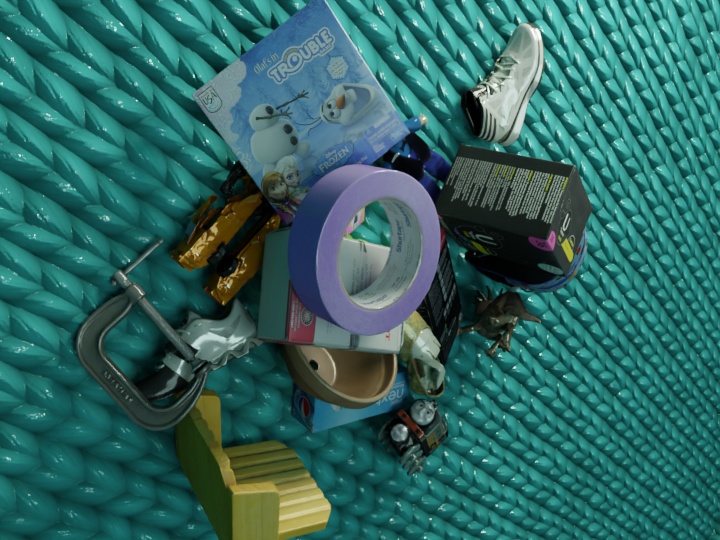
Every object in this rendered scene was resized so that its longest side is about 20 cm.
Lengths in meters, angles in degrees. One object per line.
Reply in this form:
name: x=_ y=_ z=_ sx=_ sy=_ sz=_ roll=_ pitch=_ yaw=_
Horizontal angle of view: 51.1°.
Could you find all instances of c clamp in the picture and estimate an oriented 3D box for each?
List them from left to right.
c clamp: x=-0.262 y=0.090 z=0.948 sx=0.170 sy=0.027 sz=0.202 roll=-37 pitch=96 yaw=-12

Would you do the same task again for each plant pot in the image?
plant pot: x=-0.048 y=0.121 z=1.121 sx=0.198 sy=0.204 sz=0.092 roll=10 pitch=143 yaw=-41

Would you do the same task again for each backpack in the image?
backpack: x=0.312 y=-0.047 z=1.317 sx=0.134 sy=0.199 sz=0.185 roll=31 pitch=84 yaw=-41

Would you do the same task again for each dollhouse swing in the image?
dollhouse swing: x=-0.137 y=0.259 z=1.028 sx=0.173 sy=0.200 sz=0.185 roll=-14 pitch=128 yaw=-29

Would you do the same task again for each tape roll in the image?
tape roll: x=0.008 y=-0.026 z=0.934 sx=0.197 sy=0.065 sz=0.205 roll=-12 pitch=109 yaw=-36

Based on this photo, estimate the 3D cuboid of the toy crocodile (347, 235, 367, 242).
toy crocodile: x=0.000 y=0.000 z=1.162 sx=0.062 sy=0.067 sz=0.200 roll=-53 pitch=129 yaw=-11

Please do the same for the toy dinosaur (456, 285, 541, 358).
toy dinosaur: x=0.247 y=0.075 z=1.340 sx=0.086 sy=0.199 sz=0.136 roll=44 pitch=56 yaw=-7

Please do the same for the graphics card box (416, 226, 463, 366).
graphics card box: x=0.118 y=0.044 z=1.244 sx=0.126 sy=0.050 sz=0.202 roll=-63 pitch=145 yaw=-41

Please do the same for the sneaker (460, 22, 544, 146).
sneaker: x=0.233 y=-0.311 z=1.240 sx=0.114 sy=0.075 sz=0.205 roll=1 pitch=107 yaw=-42

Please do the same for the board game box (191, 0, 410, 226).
board game box: x=-0.072 y=-0.196 z=0.940 sx=0.199 sy=0.043 sz=0.200 roll=-36 pitch=106 yaw=4

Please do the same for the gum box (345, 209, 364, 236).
gum box: x=-0.028 y=-0.161 z=1.044 sx=0.114 sy=0.065 sz=0.204 roll=-48 pitch=145 yaw=-71

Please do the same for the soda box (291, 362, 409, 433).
soda box: x=-0.012 y=0.199 z=1.224 sx=0.197 sy=0.064 sz=0.069 roll=-8 pitch=110 yaw=-39

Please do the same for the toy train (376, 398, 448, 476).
toy train: x=0.095 y=0.280 z=1.297 sx=0.114 sy=0.085 sz=0.201 roll=-43 pitch=155 yaw=-10

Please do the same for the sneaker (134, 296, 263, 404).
sneaker: x=-0.233 y=0.104 z=1.011 sx=0.198 sy=0.074 sz=0.090 roll=-31 pitch=105 yaw=-27

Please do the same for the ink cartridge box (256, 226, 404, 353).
ink cartridge box: x=-0.034 y=0.032 z=1.023 sx=0.197 sy=0.084 sz=0.149 roll=11 pitch=80 yaw=-39

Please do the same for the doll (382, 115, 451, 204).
doll: x=0.082 y=-0.178 z=1.180 sx=0.199 sy=0.048 sz=0.139 roll=28 pitch=80 yaw=-44

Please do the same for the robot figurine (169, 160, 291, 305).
robot figurine: x=-0.156 y=-0.063 z=1.010 sx=0.201 sy=0.058 sz=0.146 roll=-51 pitch=129 yaw=-16

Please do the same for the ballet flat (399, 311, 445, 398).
ballet flat: x=0.100 y=0.135 z=1.194 sx=0.070 sy=0.070 sz=0.202 roll=-40 pitch=139 yaw=-22

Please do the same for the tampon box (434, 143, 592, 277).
tampon box: x=0.243 y=-0.095 z=1.193 sx=0.150 sy=0.197 sz=0.128 roll=39 pitch=73 yaw=-55
